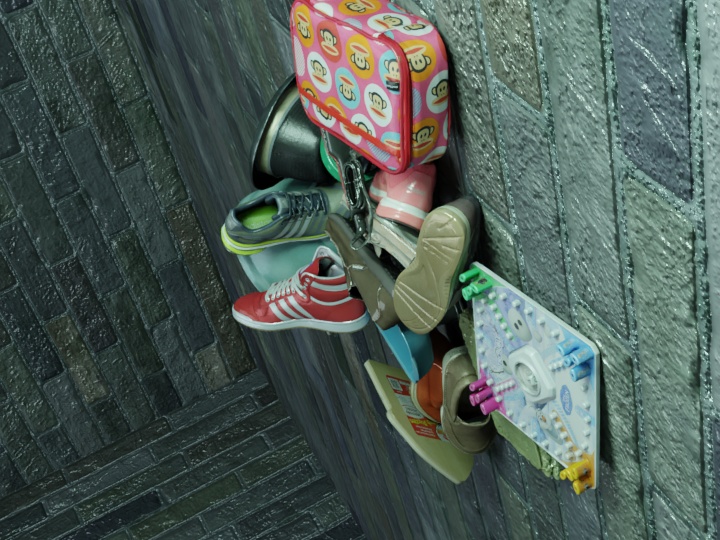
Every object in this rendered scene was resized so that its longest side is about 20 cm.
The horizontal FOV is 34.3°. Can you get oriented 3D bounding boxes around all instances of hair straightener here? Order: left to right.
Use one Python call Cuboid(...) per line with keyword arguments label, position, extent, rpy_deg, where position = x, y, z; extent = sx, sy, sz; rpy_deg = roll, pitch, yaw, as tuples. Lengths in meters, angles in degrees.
Cuboid(label="hair straightener", position=(-0.019, -0.123, 1.344), extent=(0.077, 0.041, 0.200), rpy_deg=(180, 81, -81))

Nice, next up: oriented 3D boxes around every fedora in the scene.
Cuboid(label="fedora", position=(-0.067, -0.176, 1.559), extent=(0.092, 0.201, 0.201), rpy_deg=(25, 157, 12))

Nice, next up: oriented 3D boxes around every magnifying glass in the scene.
Cuboid(label="magnifying glass", position=(-0.028, -0.202, 1.497), extent=(0.022, 0.080, 0.200), rpy_deg=(-47, 59, 59))

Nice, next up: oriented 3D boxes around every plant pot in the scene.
Cuboid(label="plant pot", position=(-0.067, -0.055, 1.700), extent=(0.134, 0.200, 0.200), rpy_deg=(-31, 84, 36))

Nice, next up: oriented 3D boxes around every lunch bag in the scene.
Cuboid(label="lunch bag", position=(0.010, -0.191, 1.213), extent=(0.200, 0.082, 0.176), rpy_deg=(38, 143, 41))

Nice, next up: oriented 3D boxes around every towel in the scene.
Cuboid(label="towel", position=(0.182, 0.145, 1.394), extent=(0.200, 0.036, 0.148), rpy_deg=(68, 168, -20))

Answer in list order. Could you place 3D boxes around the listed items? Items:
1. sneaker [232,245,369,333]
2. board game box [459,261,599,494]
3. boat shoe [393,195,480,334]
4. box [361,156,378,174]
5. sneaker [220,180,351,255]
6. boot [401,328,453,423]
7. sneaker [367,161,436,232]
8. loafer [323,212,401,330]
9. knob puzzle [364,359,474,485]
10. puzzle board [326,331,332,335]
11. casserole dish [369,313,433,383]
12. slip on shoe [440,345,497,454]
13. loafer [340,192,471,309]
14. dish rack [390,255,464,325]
Cuboid(label="sneaker", position=(-0.091, 0.024, 1.597), extent=(0.071, 0.200, 0.113), rpy_deg=(-66, -29, -49))
Cuboid(label="board game box", position=(0.178, 0.115, 1.250), extent=(0.200, 0.026, 0.200), rpy_deg=(39, 147, 45))
Cuboid(label="boat shoe", position=(0.091, -0.005, 1.303), extent=(0.072, 0.065, 0.200), rpy_deg=(40, 142, 21))
Cuboid(label="box", position=(-0.003, -0.219, 1.387), extent=(0.159, 0.046, 0.200), rpy_deg=(61, 168, 9))
Cuboid(label="sneaker", position=(-0.091, -0.077, 1.571), extent=(0.081, 0.200, 0.074), rpy_deg=(105, 144, -72))
Cuboid(label="boot", position=(0.122, 0.166, 1.617), extent=(0.107, 0.075, 0.200), rpy_deg=(36, 159, 38))
Cuboid(label="sneaker", position=(0.061, -0.104, 1.353), extent=(0.200, 0.074, 0.087), rpy_deg=(-107, 39, -75))
Cuboid(label="loafer", position=(0.000, 0.000, 1.456), extent=(0.073, 0.071, 0.200), rpy_deg=(26, -160, -42))
Cuboid(label="knob puzzle", position=(0.094, 0.231, 1.694), extent=(0.220, 0.030, 0.220), rpy_deg=(40, -159, -19))
Cuboid(label="puzzle board", position=(-0.042, 0.018, 1.835), extent=(0.151, 0.017, 0.200), rpy_deg=(63, -154, 4))
Cuboid(label="casserole dish", position=(0.044, 0.057, 1.531), extent=(0.200, 0.039, 0.121), rpy_deg=(57, 167, 36))
Cuboid(label="slip on shoe", position=(0.146, 0.186, 1.534), extent=(0.061, 0.076, 0.200), rpy_deg=(-104, 6, -47))
Cuboid(label="loafer", position=(0.045, -0.028, 1.396), extent=(0.200, 0.063, 0.072), rpy_deg=(38, -164, 24))
Cuboid(label="dish rack", position=(0.060, -0.015, 1.538), extent=(0.154, 0.055, 0.200), rpy_deg=(70, 169, -19))
